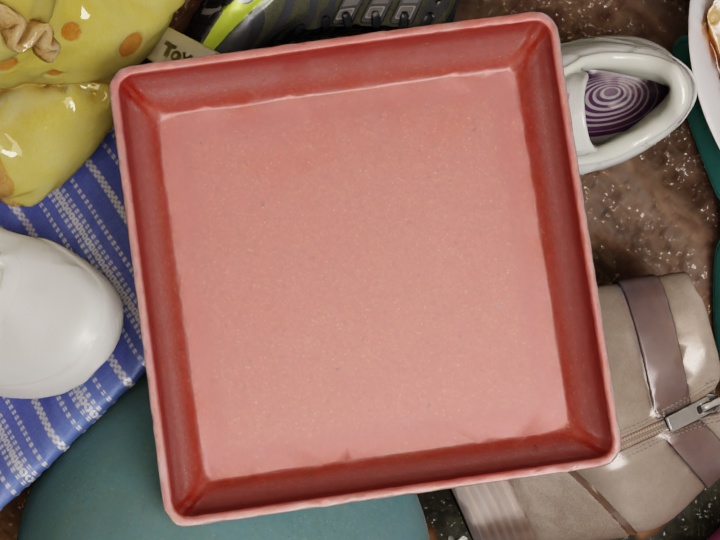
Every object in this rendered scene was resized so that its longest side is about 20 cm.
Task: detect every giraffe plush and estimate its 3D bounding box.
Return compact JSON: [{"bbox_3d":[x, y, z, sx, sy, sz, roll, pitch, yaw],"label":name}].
[{"bbox_3d":[-0.170,-0.121,1.059,0.199,0.162,0.174,10,89,28],"label":"giraffe plush"}]

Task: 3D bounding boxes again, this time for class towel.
[{"bbox_3d":[-0.152,0.014,1.119,0.200,0.024,0.145,-44,53,8],"label":"towel"}]

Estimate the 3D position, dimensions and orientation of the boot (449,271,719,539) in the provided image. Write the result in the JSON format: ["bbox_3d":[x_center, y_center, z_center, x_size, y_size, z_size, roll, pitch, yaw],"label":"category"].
[{"bbox_3d":[0.092,0.037,1.130,0.146,0.070,0.201,-24,103,-2],"label":"boot"}]

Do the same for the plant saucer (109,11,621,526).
[{"bbox_3d":[0.001,0.000,1.040,0.198,0.037,0.201,-8,82,-3],"label":"plant saucer"}]

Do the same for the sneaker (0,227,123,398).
[{"bbox_3d":[-0.202,-0.002,1.090,0.199,0.088,0.076,21,79,29],"label":"sneaker"}]

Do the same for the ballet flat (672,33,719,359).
[{"bbox_3d":[0.206,-0.029,1.179,0.068,0.068,0.201,-10,94,-17],"label":"ballet flat"}]

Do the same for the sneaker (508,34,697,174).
[{"bbox_3d":[0.060,-0.074,1.106,0.199,0.100,0.075,-13,96,-2],"label":"sneaker"}]

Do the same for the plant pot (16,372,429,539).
[{"bbox_3d":[-0.081,0.155,1.092,0.199,0.135,0.201,7,113,16],"label":"plant pot"}]

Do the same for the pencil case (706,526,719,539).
[{"bbox_3d":[0.172,0.199,1.178,0.200,0.091,0.094,-46,60,1],"label":"pencil case"}]

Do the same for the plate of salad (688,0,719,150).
[{"bbox_3d":[0.249,-0.105,1.157,0.199,0.048,0.201,6,76,-24],"label":"plate of salad"}]

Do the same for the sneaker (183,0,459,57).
[{"bbox_3d":[0.002,-0.138,1.144,0.199,0.074,0.081,-34,102,-11],"label":"sneaker"}]

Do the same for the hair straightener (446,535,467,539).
[{"bbox_3d":[0.017,0.129,1.151,0.077,0.041,0.201,-15,109,23],"label":"hair straightener"}]
